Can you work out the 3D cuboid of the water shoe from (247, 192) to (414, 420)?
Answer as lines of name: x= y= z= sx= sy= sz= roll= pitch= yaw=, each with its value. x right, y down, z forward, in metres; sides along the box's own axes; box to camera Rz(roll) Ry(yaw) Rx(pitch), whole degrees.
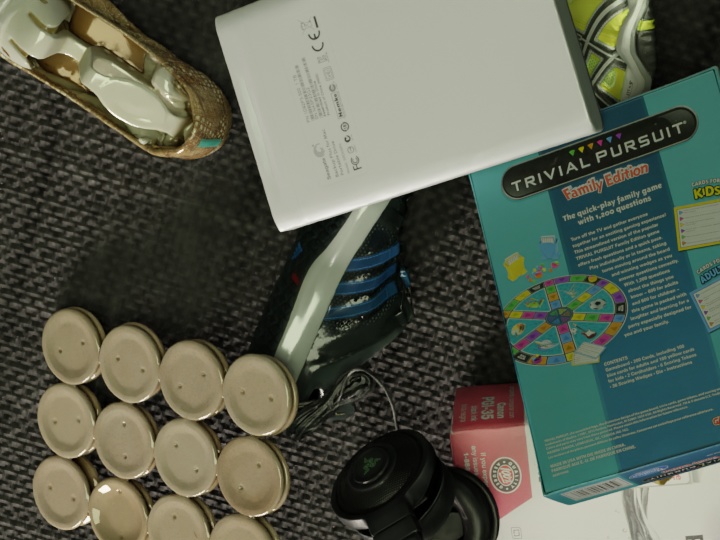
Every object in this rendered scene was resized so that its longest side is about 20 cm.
water shoe: x=0.000 y=0.000 z=1.047 sx=0.079 sy=0.072 sz=0.200 roll=20 pitch=110 yaw=-23

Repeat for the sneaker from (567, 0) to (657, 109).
sneaker: x=0.133 y=-0.118 z=0.989 sx=0.076 sy=0.075 sz=0.200 roll=-4 pitch=102 yaw=6

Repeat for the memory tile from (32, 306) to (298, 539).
memory tile: x=-0.125 y=0.110 z=1.060 sx=0.200 sy=0.017 sz=0.153 roll=12 pitch=103 yaw=31

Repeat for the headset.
headset: x=0.021 y=0.141 z=0.974 sx=0.094 sy=0.124 sz=0.200 roll=-32 pitch=54 yaw=12

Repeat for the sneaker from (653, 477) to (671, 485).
sneaker: x=0.164 y=0.022 z=0.987 sx=0.090 sy=0.075 sz=0.200 roll=15 pitch=62 yaw=15

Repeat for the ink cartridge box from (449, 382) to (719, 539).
ink cartridge box: x=0.163 y=0.142 z=1.048 sx=0.200 sy=0.083 sz=0.147 roll=-6 pitch=103 yaw=8

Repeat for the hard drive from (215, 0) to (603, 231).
hard drive: x=0.024 y=-0.112 z=0.953 sx=0.200 sy=0.026 sz=0.132 roll=-17 pitch=90 yaw=25

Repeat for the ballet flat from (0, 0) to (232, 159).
ballet flat: x=-0.167 y=-0.132 z=1.020 sx=0.200 sy=0.065 sz=0.071 roll=29 pitch=106 yaw=-2

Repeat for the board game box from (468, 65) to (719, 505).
board game box: x=0.153 y=0.010 z=0.920 sx=0.151 sy=0.047 sz=0.200 roll=-19 pitch=69 yaw=20
